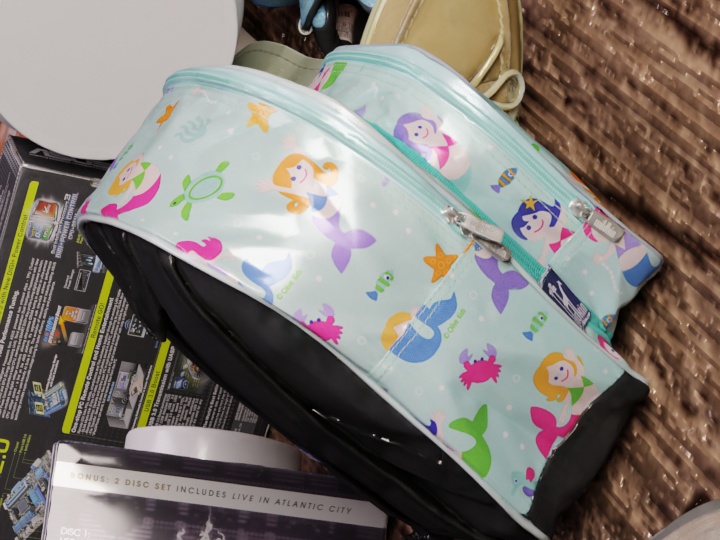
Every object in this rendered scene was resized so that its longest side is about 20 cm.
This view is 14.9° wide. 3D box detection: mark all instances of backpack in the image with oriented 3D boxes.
[{"bbox_3d":[0.000,0.000,1.020,0.151,0.200,0.177,-60,19,-8],"label":"backpack"}]

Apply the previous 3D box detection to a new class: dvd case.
[{"bbox_3d":[-0.070,0.180,1.172,0.016,0.148,0.201,128,149,-76],"label":"dvd case"}]

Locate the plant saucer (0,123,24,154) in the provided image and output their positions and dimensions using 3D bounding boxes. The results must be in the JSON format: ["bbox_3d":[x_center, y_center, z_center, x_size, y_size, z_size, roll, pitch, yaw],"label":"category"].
[{"bbox_3d":[-0.200,-0.067,1.778,0.200,0.032,0.201,-169,90,-68],"label":"plant saucer"}]

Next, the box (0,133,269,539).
[{"bbox_3d":[-0.120,0.047,1.344,0.044,0.159,0.201,-127,51,-63],"label":"box"}]

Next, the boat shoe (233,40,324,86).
[{"bbox_3d":[-0.014,-0.058,1.272,0.072,0.061,0.201,-50,26,-2],"label":"boat shoe"}]

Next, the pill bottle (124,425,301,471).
[{"bbox_3d":[-0.077,0.176,1.238,0.111,0.111,0.201,157,121,-64],"label":"pill bottle"}]

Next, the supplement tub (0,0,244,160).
[{"bbox_3d":[-0.135,-0.143,1.328,0.200,0.145,0.146,-119,45,-65],"label":"supplement tub"}]

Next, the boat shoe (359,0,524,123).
[{"bbox_3d":[0.029,-0.037,1.130,0.063,0.073,0.202,-120,42,-64],"label":"boat shoe"}]

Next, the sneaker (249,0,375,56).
[{"bbox_3d":[-0.019,-0.140,1.301,0.200,0.078,0.090,178,98,-69],"label":"sneaker"}]

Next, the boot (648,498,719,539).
[{"bbox_3d":[0.099,0.185,0.851,0.175,0.069,0.200,-102,33,-46],"label":"boot"}]

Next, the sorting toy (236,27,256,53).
[{"bbox_3d":[-0.114,-0.085,1.521,0.200,0.106,0.180,-58,10,42],"label":"sorting toy"}]
